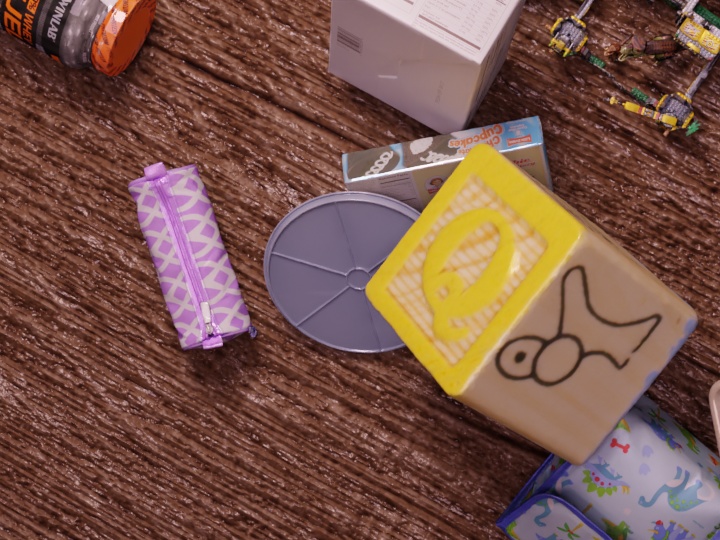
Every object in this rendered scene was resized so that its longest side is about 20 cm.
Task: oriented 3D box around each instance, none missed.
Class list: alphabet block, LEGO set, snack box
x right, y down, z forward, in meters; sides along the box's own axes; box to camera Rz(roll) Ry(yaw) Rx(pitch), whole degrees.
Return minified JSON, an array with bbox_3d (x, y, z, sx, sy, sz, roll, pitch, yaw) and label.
[{"bbox_3d":[0.160,0.033,1.385,0.199,0.196,0.196,32,99,-39],"label":"alphabet block"},{"bbox_3d":[0.280,-0.230,1.425,0.200,0.116,0.154,44,99,3],"label":"LEGO set"},{"bbox_3d":[0.090,-0.091,1.465,0.198,0.116,0.037,-10,60,8],"label":"snack box"}]

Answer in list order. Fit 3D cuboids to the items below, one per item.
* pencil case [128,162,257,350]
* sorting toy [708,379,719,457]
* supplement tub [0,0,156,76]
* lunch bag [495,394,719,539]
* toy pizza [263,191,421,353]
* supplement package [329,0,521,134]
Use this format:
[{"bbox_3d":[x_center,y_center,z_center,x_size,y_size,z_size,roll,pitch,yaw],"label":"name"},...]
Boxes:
[{"bbox_3d":[-0.179,-0.012,1.525,0.083,0.085,0.202,-20,90,10],"label":"pencil case"},{"bbox_3d":[0.435,0.191,1.398,0.183,0.036,0.202,-8,86,-15],"label":"sorting toy"},{"bbox_3d":[-0.319,-0.289,1.506,0.199,0.122,0.123,29,98,5],"label":"supplement tub"},{"bbox_3d":[0.258,0.241,1.467,0.170,0.127,0.200,41,110,1],"label":"lunch bag"},{"bbox_3d":[0.000,0.000,1.494,0.198,0.032,0.202,4,126,6],"label":"toy pizza"},{"bbox_3d":[0.062,-0.237,1.397,0.155,0.200,0.111,30,75,5],"label":"supplement package"}]
